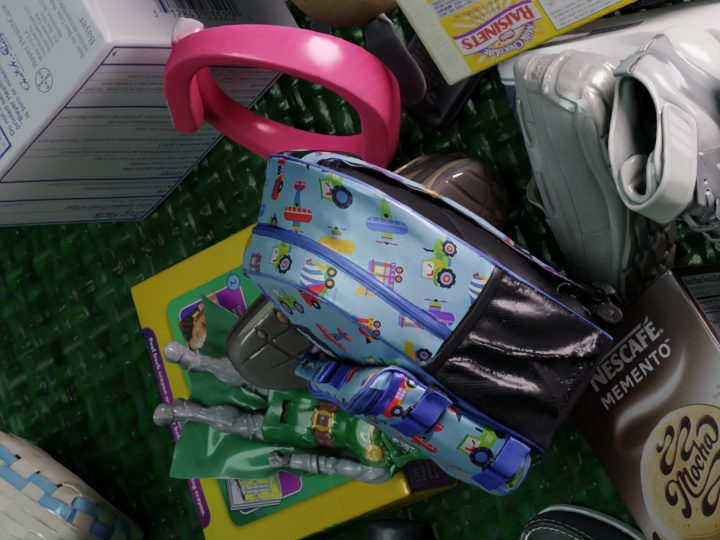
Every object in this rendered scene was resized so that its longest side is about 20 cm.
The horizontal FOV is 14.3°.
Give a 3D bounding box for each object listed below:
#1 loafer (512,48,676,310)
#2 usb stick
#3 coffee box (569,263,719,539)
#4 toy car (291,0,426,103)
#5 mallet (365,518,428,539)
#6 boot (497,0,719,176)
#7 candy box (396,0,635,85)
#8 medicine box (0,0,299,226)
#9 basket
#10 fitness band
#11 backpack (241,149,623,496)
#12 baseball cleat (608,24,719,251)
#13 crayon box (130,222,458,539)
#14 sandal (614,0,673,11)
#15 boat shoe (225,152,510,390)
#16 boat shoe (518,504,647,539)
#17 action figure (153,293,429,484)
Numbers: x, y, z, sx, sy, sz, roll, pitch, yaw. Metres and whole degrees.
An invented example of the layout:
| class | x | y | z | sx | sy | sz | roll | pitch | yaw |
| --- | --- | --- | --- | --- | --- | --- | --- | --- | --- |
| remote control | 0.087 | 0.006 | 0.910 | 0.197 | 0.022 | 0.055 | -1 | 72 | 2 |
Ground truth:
| class | x | y | z | sx | sy | sz | roll | pitch | yaw |
| --- | --- | --- | --- | --- | --- | --- | --- | --- | --- |
| loafer | 0.132 | -0.045 | 1.631 | 0.070 | 0.070 | 0.200 | 18 | 139 | 33 |
| usb stick | 0.082 | -0.171 | 1.736 | 0.055 | 0.033 | 0.200 | 46 | 120 | 21 |
| coffee box | 0.210 | 0.107 | 1.614 | 0.113 | 0.080 | 0.200 | -46 | 65 | 34 |
| toy car | 0.007 | -0.205 | 1.737 | 0.164 | 0.158 | 0.200 | 23 | 122 | 48 |
| mallet | 0.066 | 0.184 | 1.742 | 0.200 | 0.041 | 0.066 | -7 | 84 | 55 |
| boot | 0.175 | -0.101 | 1.648 | 0.200 | 0.073 | 0.090 | -5 | 108 | 40 |
| candy box | 0.110 | -0.186 | 1.617 | 0.200 | 0.026 | 0.102 | -23 | 116 | 26 |
| medicine box | -0.172 | -0.124 | 1.858 | 0.200 | 0.182 | 0.103 | -44 | 65 | 33 |
| basket | -0.253 | 0.222 | 1.967 | 0.176 | 0.139 | 0.200 | 34 | 83 | 34 |
| fitness band | -0.046 | -0.104 | 1.754 | 0.143 | 0.200 | 0.037 | 13 | 74 | 5 |
| backpack | 0.020 | 0.019 | 1.618 | 0.135 | 0.200 | 0.183 | -60 | 18 | -4 |
| baseball cleat | 0.193 | -0.032 | 1.567 | 0.070 | 0.106 | 0.200 | -22 | 101 | 50 |
| crayon box | -0.045 | 0.072 | 1.844 | 0.172 | 0.058 | 0.200 | -25 | 77 | 36 |
| sandal | 0.181 | -0.185 | 1.647 | 0.200 | 0.048 | 0.075 | 4 | 96 | 28 |
| boat shoe | 0.000 | 0.000 | 1.749 | 0.075 | 0.200 | 0.073 | 61 | 167 | -28 |
| boat shoe | 0.158 | 0.206 | 1.678 | 0.200 | 0.060 | 0.076 | 35 | 115 | 33 |
| action figure | -0.035 | 0.087 | 1.769 | 0.200 | 0.055 | 0.118 | 10 | 95 | 32 |
